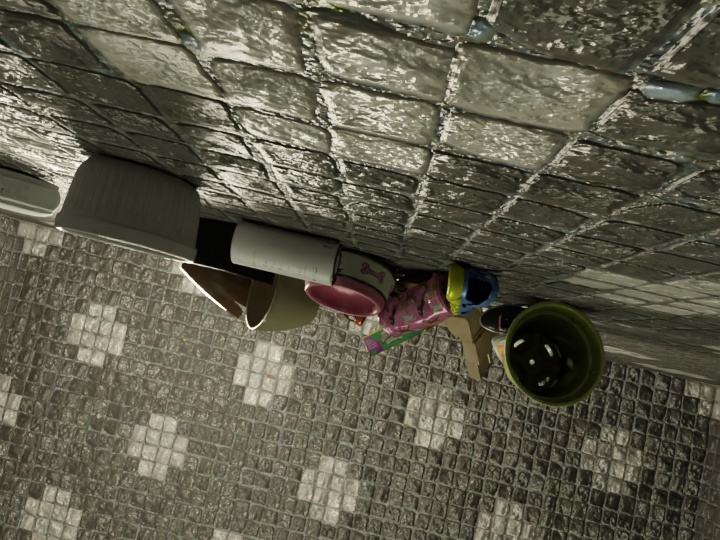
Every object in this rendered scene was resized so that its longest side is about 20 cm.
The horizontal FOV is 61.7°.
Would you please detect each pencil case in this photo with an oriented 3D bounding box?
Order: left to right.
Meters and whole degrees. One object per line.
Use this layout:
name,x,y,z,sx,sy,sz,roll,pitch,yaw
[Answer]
pencil case,0.117,0.073,1.235,0.082,0.088,0.198,31,143,-26

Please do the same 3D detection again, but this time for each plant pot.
plant pot,-0.375,-0.002,1.620,0.197,0.191,0.186,29,170,-15
plant pot,0.178,0.037,1.336,0.194,0.028,0.200,13,175,1
plant pot,0.382,0.183,1.265,0.195,0.206,0.185,12,167,5

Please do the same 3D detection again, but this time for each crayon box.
crayon box,0.129,0.138,1.530,0.198,0.059,0.171,-32,174,39

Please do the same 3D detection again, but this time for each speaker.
speaker,-0.136,-0.032,1.106,0.194,0.084,0.081,12,175,5

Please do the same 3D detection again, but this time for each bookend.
bookend,-0.308,-0.046,1.312,0.195,0.095,0.198,12,175,21

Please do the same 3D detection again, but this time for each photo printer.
photo printer,-0.719,-0.162,1.251,0.163,0.071,0.198,16,175,-32

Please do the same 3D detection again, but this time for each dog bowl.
dog bowl,-0.028,0.030,1.237,0.194,0.076,0.201,13,158,5

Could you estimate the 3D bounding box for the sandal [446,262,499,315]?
sandal,0.201,0.040,1.061,0.085,0.082,0.200,7,175,14

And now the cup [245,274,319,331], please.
cup,-0.181,0.064,1.494,0.140,0.206,0.199,19,172,-28

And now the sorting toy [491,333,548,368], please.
sorting toy,0.450,0.173,1.544,0.176,0.110,0.199,-18,-175,27

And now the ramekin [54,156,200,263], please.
ramekin,-0.326,-0.087,0.872,0.194,0.108,0.200,13,174,1

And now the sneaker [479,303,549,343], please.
sneaker,0.371,0.125,1.424,0.195,0.073,0.099,3,-172,25

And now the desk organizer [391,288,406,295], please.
desk organizer,0.011,0.046,1.389,0.195,0.073,0.077,20,-171,-12

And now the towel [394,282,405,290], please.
towel,0.000,0.000,1.312,0.195,0.018,0.086,22,180,-9

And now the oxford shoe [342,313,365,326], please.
oxford shoe,-0.007,0.084,1.537,0.071,0.073,0.200,25,-172,4

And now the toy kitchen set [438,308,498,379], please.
toy kitchen set,0.306,0.173,1.769,0.178,0.205,0.162,8,-146,43
